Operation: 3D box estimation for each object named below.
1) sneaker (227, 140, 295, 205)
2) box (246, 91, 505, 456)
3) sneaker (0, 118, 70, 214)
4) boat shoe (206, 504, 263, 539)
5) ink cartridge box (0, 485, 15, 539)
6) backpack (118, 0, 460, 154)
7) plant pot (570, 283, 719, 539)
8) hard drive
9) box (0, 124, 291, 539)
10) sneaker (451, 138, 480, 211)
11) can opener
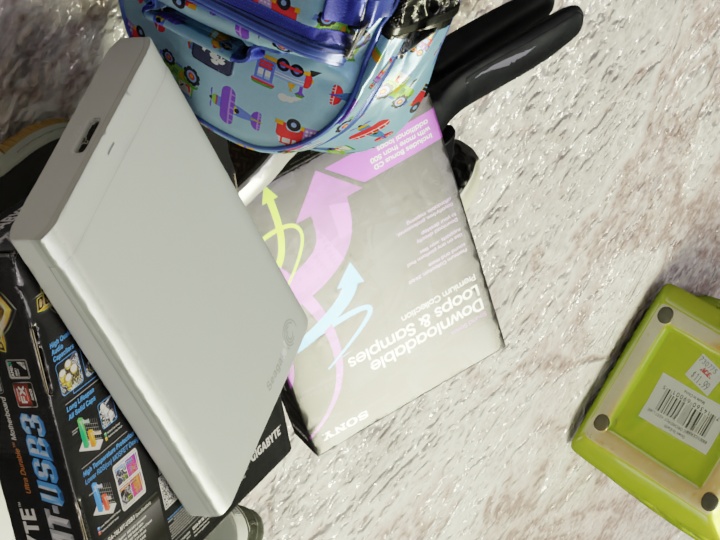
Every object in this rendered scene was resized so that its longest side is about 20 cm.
[{"bbox_3d":[-0.047,-0.080,1.348,0.200,0.073,0.085,-51,152,-19],"label":"sneaker"},{"bbox_3d":[0.000,0.000,1.449,0.143,0.036,0.200,-30,129,-13],"label":"box"},{"bbox_3d":[-0.179,0.020,1.205,0.200,0.088,0.076,-56,153,-8],"label":"sneaker"},{"bbox_3d":[-0.119,0.244,1.584,0.200,0.071,0.064,-61,154,2],"label":"boat shoe"},{"bbox_3d":[-0.158,0.093,1.327,0.200,0.083,0.145,-33,144,-41],"label":"ink cartridge box"},{"bbox_3d":[-0.042,-0.147,1.161,0.135,0.182,0.200,-34,151,-55],"label":"backpack"},{"bbox_3d":[0.312,0.136,2.113,0.199,0.200,0.181,-59,149,3],"label":"plant pot"},{"bbox_3d":[-0.092,0.005,1.170,0.200,0.026,0.132,62,39,-40],"label":"hard drive"},{"bbox_3d":[-0.113,0.045,1.204,0.200,0.050,0.199,-43,126,-55],"label":"box"},{"bbox_3d":[0.004,0.001,1.543,0.200,0.070,0.093,-50,156,-7],"label":"sneaker"},{"bbox_3d":[0.057,-0.119,1.503,0.200,0.063,0.079,-41,151,-26],"label":"can opener"}]
